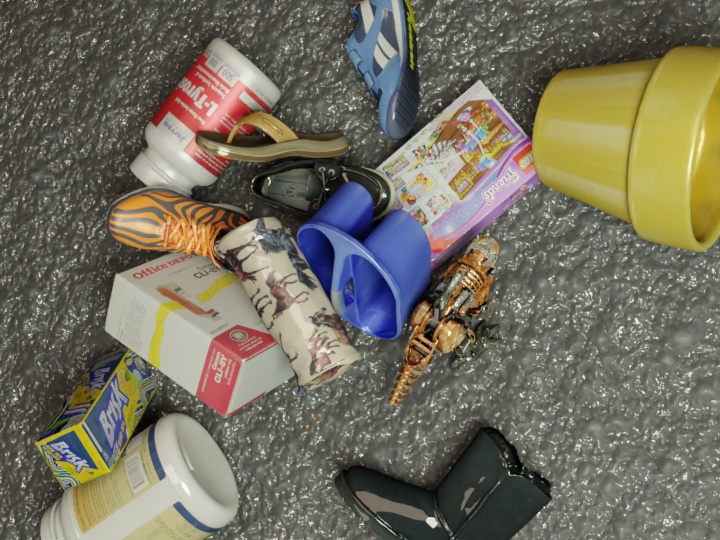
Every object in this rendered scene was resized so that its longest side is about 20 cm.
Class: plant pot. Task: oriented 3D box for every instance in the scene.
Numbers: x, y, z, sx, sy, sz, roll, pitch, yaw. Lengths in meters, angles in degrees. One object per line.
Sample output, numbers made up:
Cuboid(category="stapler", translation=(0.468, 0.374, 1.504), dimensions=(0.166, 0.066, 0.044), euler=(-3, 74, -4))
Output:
Cuboid(category="plant pot", translation=(0.292, -0.137, 0.959), dimensions=(0.186, 0.200, 0.204), euler=(15, 83, 35))

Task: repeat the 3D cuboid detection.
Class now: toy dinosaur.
Cuboid(category="toy dinosaur", translation=(0.089, 0.054, 1.003), dimensions=(0.199, 0.136, 0.103), euler=(-37, 71, 7))

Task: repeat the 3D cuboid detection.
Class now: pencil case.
Cuboid(category="pencil case", translation=(-0.081, 0.035, 0.994), dimensions=(0.089, 0.077, 0.202), euler=(-40, 78, 41))

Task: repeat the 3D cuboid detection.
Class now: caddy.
Cuboid(category="caddy", translation=(0.000, 0.000, 1.013), dimensions=(0.140, 0.201, 0.105), euler=(31, 67, 20))

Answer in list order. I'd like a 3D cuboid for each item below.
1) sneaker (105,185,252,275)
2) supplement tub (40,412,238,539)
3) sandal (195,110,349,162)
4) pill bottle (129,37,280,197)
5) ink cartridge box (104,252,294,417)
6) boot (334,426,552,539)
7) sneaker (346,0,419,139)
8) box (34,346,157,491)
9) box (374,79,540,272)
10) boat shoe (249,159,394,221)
Cuboid(category="sneaker", translation=(-0.194, -0.046, 1.071), dimensions=(0.112, 0.197, 0.079), euler=(34, 117, 52))
Cuboid(category="supplement tub", translation=(-0.258, 0.278, 1.059), dimensions=(0.198, 0.144, 0.146), euler=(-34, 71, 8))
Cuboid(category="sandal", translation=(-0.106, -0.167, 1.098), dimensions=(0.196, 0.080, 0.055), euler=(-5, 111, -23))
Cuboid(category="pill bottle", translation=(-0.202, -0.184, 1.155), dimensions=(0.112, 0.112, 0.201), euler=(39, 92, 20))
Cuboid(category="ink cartridge box", translation=(-0.181, 0.065, 1.070), dimensions=(0.198, 0.145, 0.085), euler=(30, 118, 20))
Cuboid(category="boot", translation=(0.092, 0.235, 0.993), dimensions=(0.199, 0.076, 0.169), euler=(38, 95, 14))
Cuboid(category="sneaker", translation=(0.027, -0.254, 1.123), dimensions=(0.081, 0.074, 0.204), euler=(-7, 69, 17))
Cuboid(category="box", translation=(-0.306, 0.167, 1.067), dimensions=(0.063, 0.201, 0.071), euler=(-23, 108, 12))
Cuboid(category="box", translation=(0.110, -0.109, 1.081), dimensions=(0.199, 0.039, 0.138), euler=(-39, 70, 6))
Cuboid(category="boat shoe", translation=(-0.053, -0.098, 1.089), dimensions=(0.197, 0.066, 0.076), euler=(14, 94, 35))
